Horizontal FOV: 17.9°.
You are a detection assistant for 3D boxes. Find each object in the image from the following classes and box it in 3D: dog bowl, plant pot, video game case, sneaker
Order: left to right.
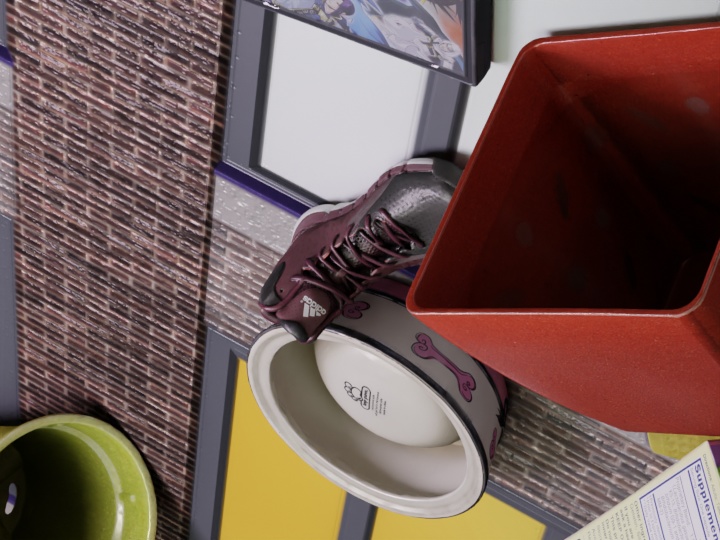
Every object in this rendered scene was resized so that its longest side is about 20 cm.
[{"bbox_3d":[-0.313,0.215,2.043,0.184,0.200,0.201,8,139,53],"label":"plant pot"},{"bbox_3d":[-0.006,-0.214,1.358,0.180,0.026,0.200,22,144,20],"label":"video game case"},{"bbox_3d":[0.000,0.000,1.535,0.076,0.116,0.200,45,146,-14],"label":"sneaker"},{"bbox_3d":[0.019,0.087,1.665,0.200,0.074,0.200,24,146,18],"label":"dog bowl"},{"bbox_3d":[0.180,-0.007,1.311,0.200,0.200,0.176,0,144,42],"label":"plant pot"}]

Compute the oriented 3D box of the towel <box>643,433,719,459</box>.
[{"bbox_3d":[0.271,0.101,1.501,0.199,0.023,0.144,18,142,25],"label":"towel"}]

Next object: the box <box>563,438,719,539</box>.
[{"bbox_3d":[0.251,0.176,1.422,0.175,0.097,0.200,-3,158,-25],"label":"box"}]
